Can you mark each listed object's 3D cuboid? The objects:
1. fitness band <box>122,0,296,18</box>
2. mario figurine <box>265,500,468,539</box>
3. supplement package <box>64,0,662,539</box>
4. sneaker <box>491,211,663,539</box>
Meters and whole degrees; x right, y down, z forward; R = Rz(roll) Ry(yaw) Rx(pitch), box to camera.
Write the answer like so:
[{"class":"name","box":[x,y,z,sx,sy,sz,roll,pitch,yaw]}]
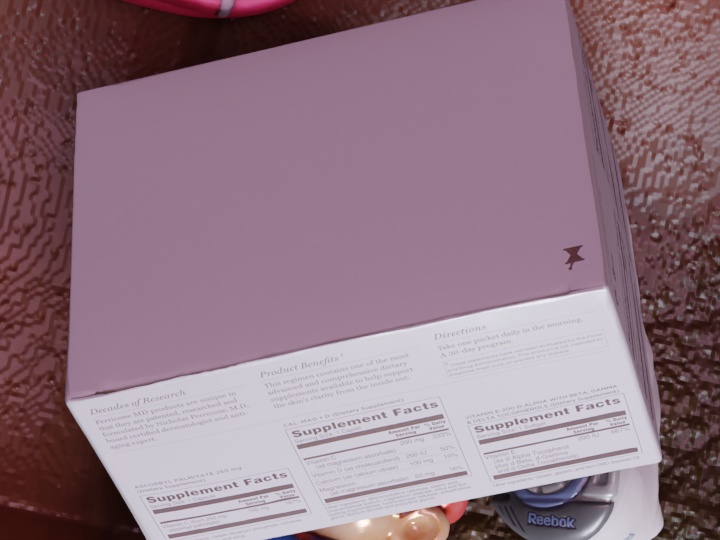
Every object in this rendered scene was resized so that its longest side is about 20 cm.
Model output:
[{"class":"fitness band","box":[-0.088,-0.187,1.056,0.199,0.037,0.144,17,83,-9]},{"class":"mario figurine","box":[-0.037,0.106,1.007,0.123,0.106,0.200,41,82,-2]},{"class":"supplement package","box":[0.000,0.000,0.955,0.199,0.111,0.156,-12,49,10]},{"class":"sneaker","box":[0.087,0.026,1.053,0.074,0.087,0.201,-12,66,28]}]
